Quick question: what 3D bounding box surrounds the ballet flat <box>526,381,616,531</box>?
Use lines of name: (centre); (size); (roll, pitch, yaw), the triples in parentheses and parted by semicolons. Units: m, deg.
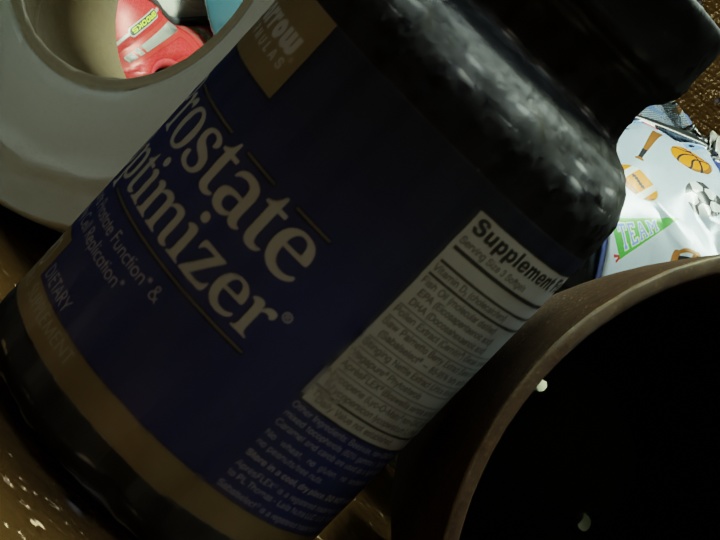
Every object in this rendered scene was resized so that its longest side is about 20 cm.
ballet flat: (0.056, 0.021, 0.712); (0.201, 0.069, 0.070); (58, 4, -20)

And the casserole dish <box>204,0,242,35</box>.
casserole dish: (-0.026, -0.082, 0.928); (0.121, 0.038, 0.202); (-78, 150, -65)

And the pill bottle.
pill bottle: (0.001, -0.019, 0.515); (0.112, 0.200, 0.112); (42, 9, -8)

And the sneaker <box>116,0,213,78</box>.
sneaker: (-0.094, -0.083, 0.873); (0.086, 0.076, 0.200); (65, 15, 11)

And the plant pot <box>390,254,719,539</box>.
plant pot: (0.084, 0.080, 0.591); (0.187, 0.187, 0.200); (42, -5, -14)

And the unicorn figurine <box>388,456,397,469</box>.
unicorn figurine: (-0.002, 0.015, 0.745); (0.200, 0.074, 0.137); (49, 19, -7)

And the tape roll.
tape roll: (-0.058, -0.102, 0.637); (0.203, 0.203, 0.071); (48, 9, 26)

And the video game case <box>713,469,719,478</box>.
video game case: (0.166, 0.135, 0.672); (0.144, 0.018, 0.200); (58, -27, 11)

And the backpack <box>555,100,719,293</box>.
backpack: (0.123, 0.014, 0.896); (0.152, 0.202, 0.191); (11, 20, -1)
